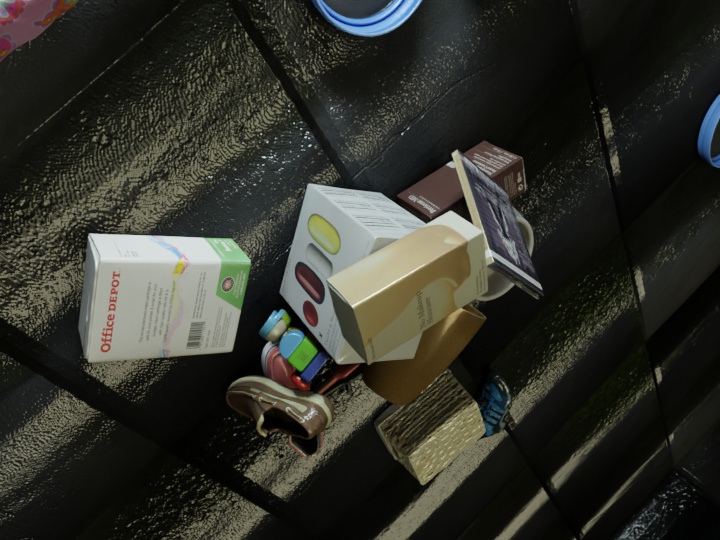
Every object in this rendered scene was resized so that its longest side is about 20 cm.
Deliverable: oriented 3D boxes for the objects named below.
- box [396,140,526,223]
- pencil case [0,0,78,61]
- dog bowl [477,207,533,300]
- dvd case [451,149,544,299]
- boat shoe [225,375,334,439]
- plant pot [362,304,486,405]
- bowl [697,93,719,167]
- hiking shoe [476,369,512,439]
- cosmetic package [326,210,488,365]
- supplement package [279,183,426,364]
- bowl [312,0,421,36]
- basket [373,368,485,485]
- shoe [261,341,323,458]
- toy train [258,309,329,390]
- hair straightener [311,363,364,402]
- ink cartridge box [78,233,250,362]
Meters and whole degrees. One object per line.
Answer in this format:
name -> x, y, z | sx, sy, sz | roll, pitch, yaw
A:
box -> 0.170, -0.130, 0.999 | 0.199, 0.100, 0.076 | -35, 131, -15
pencil case -> -0.358, -0.245, 0.565 | 0.200, 0.087, 0.088 | -43, 133, -5
dog bowl -> 0.251, -0.032, 1.144 | 0.197, 0.059, 0.203 | -18, 125, -27
dvd case -> 0.201, -0.067, 0.872 | 0.016, 0.203, 0.148 | -32, 142, 30
boat shoe -> -0.141, 0.216, 0.919 | 0.075, 0.199, 0.076 | -47, 129, -48
plant pot -> 0.087, 0.120, 1.025 | 0.185, 0.186, 0.202 | 22, 101, -41
bowl -> 0.879, -0.348, 1.414 | 0.198, 0.039, 0.204 | -18, 126, -27
hiking shoe -> 0.298, 0.321, 1.379 | 0.086, 0.074, 0.203 | -23, 128, -23
cosmetic package -> 0.064, 0.020, 0.760 | 0.198, 0.071, 0.106 | -30, 130, -17
supplement package -> 0.000, 0.000, 0.887 | 0.145, 0.200, 0.194 | 3, 115, -35
bowl -> 0.008, -0.405, 0.747 | 0.198, 0.039, 0.204 | -18, 125, -27
basket -> 0.150, 0.327, 1.243 | 0.199, 0.123, 0.137 | -35, 131, -12
shoe -> -0.109, 0.216, 0.996 | 0.070, 0.091, 0.203 | -19, 117, -13
toy train -> -0.100, 0.109, 0.961 | 0.115, 0.200, 0.085 | 41, 91, -3
hair straightener -> -0.036, 0.218, 1.101 | 0.200, 0.041, 0.077 | -42, 132, -7
ink cartridge box -> -0.263, 0.034, 0.798 | 0.197, 0.084, 0.147 | 1, 116, -36
